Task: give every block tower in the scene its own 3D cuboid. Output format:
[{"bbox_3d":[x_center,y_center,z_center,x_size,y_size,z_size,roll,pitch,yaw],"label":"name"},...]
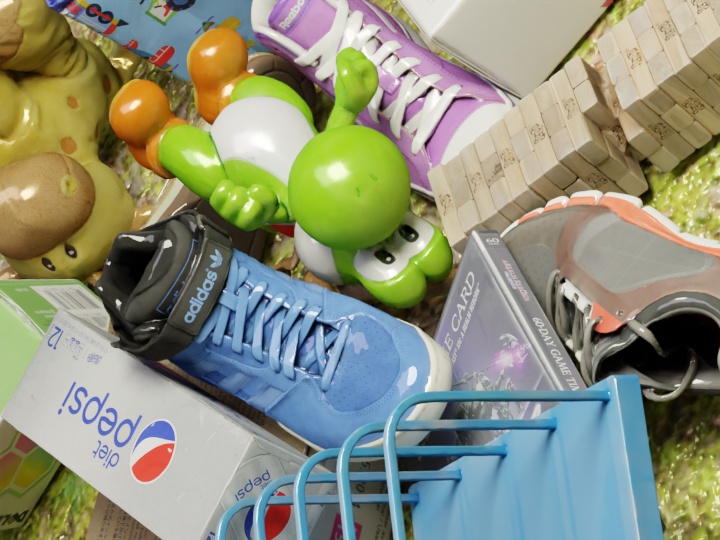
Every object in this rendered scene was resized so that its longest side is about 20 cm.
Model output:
[{"bbox_3d":[0.128,-0.076,1.209,0.200,0.058,0.054,-37,43,20],"label":"block tower"}]

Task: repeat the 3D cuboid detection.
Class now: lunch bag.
[{"bbox_3d":[-0.118,-0.218,1.488,0.094,0.150,0.201,-40,44,24],"label":"lunch bag"}]

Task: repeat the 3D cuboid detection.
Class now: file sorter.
[{"bbox_3d":[0.031,0.139,1.074,0.200,0.122,0.140,-36,57,58],"label":"file sorter"}]

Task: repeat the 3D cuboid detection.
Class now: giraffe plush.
[{"bbox_3d":[-0.199,-0.062,1.492,0.172,0.199,0.163,-32,65,38],"label":"giraffe plush"}]

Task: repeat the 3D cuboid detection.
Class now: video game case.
[{"bbox_3d":[0.073,0.099,1.153,0.200,0.019,0.143,-116,34,-45],"label":"video game case"}]

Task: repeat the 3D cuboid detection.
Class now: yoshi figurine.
[{"bbox_3d":[-0.034,-0.059,1.249,0.200,0.112,0.113,35,107,33],"label":"yoshi figurine"}]

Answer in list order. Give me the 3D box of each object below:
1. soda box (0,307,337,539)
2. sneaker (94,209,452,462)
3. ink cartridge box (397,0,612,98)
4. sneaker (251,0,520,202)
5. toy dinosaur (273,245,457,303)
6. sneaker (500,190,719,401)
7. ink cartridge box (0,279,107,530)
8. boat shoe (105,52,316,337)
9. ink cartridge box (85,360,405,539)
[{"bbox_3d":[-0.099,0.088,1.244,0.200,0.063,0.069,27,88,51],"label":"soda box"},{"bbox_3d":[-0.052,0.028,1.194,0.199,0.111,0.077,22,83,49],"label":"sneaker"},{"bbox_3d":[0.069,-0.212,1.335,0.147,0.083,0.200,-49,41,15],"label":"ink cartridge box"},{"bbox_3d":[0.005,-0.102,1.320,0.073,0.114,0.200,-56,41,5],"label":"sneaker"},{"bbox_3d":[0.000,0.000,1.308,0.200,0.060,0.107,29,90,51],"label":"toy dinosaur"},{"bbox_3d":[0.118,0.018,1.133,0.082,0.077,0.199,-34,27,-33],"label":"sneaker"},{"bbox_3d":[-0.220,0.101,1.438,0.059,0.104,0.201,39,106,20],"label":"ink cartridge box"},{"bbox_3d":[-0.090,-0.031,1.428,0.201,0.071,0.076,-60,23,-4],"label":"boat shoe"},{"bbox_3d":[-0.066,0.141,1.286,0.164,0.075,0.201,-4,64,44],"label":"ink cartridge box"}]
